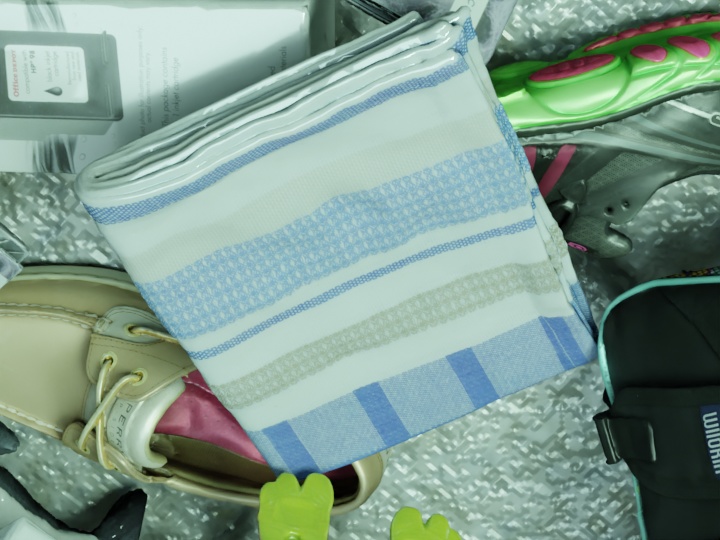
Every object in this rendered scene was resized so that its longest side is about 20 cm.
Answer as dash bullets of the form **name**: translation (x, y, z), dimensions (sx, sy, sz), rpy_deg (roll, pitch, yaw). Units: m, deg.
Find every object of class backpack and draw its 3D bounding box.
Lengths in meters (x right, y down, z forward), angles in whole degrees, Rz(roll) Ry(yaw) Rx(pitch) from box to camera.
- **backpack**: translation (0.207, 0.072, 0.828), dimensions (0.200, 0.153, 0.176), rpy_deg (-16, 79, 47)

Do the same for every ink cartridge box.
- **ink cartridge box**: translation (-0.113, -0.084, 0.840), dimensions (0.199, 0.116, 0.067), rpy_deg (2, 111, 4)

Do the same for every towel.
- **towel**: translation (0.000, 0.000, 0.815), dimensions (0.147, 0.024, 0.200), rpy_deg (-23, 138, 5)

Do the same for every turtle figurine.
- **turtle figurine**: translation (-0.021, 0.149, 0.923), dimensions (0.200, 0.064, 0.161), rpy_deg (27, 142, 12)

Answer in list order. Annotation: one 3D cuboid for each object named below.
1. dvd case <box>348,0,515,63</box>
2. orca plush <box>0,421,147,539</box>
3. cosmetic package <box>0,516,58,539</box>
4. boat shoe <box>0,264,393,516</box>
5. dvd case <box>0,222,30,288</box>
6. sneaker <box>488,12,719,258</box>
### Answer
- **dvd case**: translation (-0.015, -0.180, 0.791), dimensions (0.200, 0.016, 0.149), rpy_deg (29, 71, -9)
- **orca plush**: translation (-0.172, 0.076, 0.915), dimensions (0.200, 0.071, 0.105), rpy_deg (13, 126, -40)
- **cosmetic package**: translation (-0.085, 0.197, 0.869), dimensions (0.200, 0.113, 0.081), rpy_deg (35, 153, -8)
- **boat shoe**: translation (-0.082, 0.052, 0.924), dimensions (0.199, 0.069, 0.074), rpy_deg (13, 114, -1)
- **dvd case**: translation (-0.239, -0.006, 0.900), dimensions (0.149, 0.016, 0.200), rpy_deg (41, 132, -13)
- **sneaker**: translation (0.067, -0.038, 0.870), dimensions (0.199, 0.077, 0.084), rpy_deg (-12, 108, 11)
